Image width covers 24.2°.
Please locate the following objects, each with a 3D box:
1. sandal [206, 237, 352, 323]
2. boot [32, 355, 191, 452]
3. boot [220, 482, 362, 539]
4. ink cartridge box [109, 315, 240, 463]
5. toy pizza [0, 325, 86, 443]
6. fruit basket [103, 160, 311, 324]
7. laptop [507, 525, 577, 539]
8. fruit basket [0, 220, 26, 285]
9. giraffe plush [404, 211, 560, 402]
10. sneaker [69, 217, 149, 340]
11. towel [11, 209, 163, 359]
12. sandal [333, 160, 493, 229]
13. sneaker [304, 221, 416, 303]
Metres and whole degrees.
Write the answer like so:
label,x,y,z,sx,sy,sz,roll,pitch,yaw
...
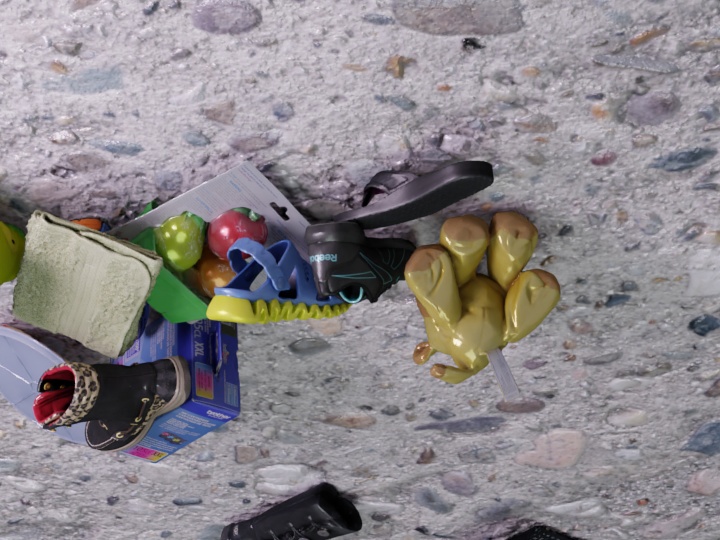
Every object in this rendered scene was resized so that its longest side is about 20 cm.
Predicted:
label,x,y,z,sx,sy,sz,roll,pitch,yaw
sandal,-0.077,0.009,1.779,0.079,0.088,0.199,5,-175,39
boot,-0.297,0.151,1.875,0.150,0.074,0.199,1,157,-41
boot,-0.077,0.383,2.413,0.199,0.066,0.164,-29,137,30
ink cartridge box,-0.210,0.124,1.970,0.076,0.138,0.199,22,141,-39
toy pizza,-0.382,0.134,2.035,0.199,0.032,0.201,25,146,18
fruit basket,-0.156,-0.032,1.811,0.199,0.094,0.185,-30,137,15
laptop,0.224,0.454,2.463,0.199,0.104,0.177,25,139,-30
fruit basket,-0.432,-0.021,1.759,0.213,0.217,0.156,9,146,-12
giraffe plush,0.119,0.040,1.848,0.171,0.202,0.162,-7,-178,-13
sneaker,-0.293,0.027,1.885,0.074,0.079,0.201,-7,144,13
towel,-0.295,0.017,1.776,0.147,0.037,0.200,22,143,-6
sandal,0.054,-0.085,1.732,0.199,0.049,0.075,-20,161,38
sneaker,0.000,0.000,1.797,0.075,0.080,0.199,-8,169,30
